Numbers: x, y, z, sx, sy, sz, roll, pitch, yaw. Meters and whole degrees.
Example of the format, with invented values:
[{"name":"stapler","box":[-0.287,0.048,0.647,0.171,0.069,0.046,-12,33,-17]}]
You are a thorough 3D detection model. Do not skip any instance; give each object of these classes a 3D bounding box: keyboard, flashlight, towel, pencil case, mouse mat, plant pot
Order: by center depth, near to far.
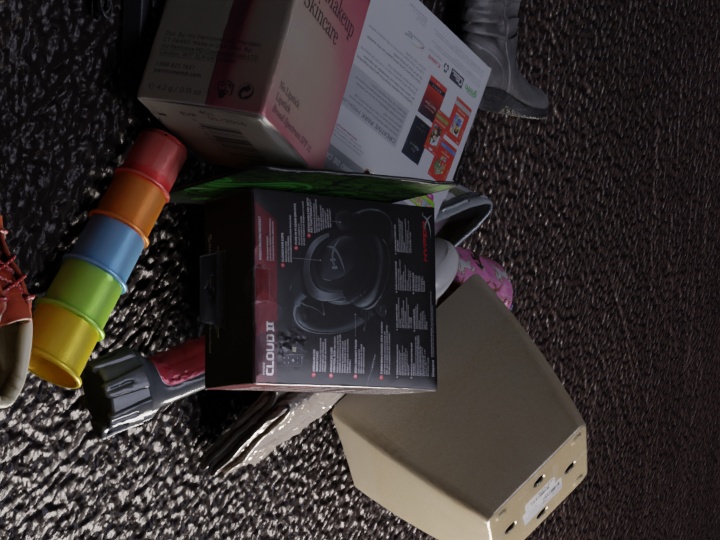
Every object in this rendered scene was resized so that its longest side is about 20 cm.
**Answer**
[{"name":"keyboard","box":[-0.155,-0.231,1.307,0.127,0.020,0.202,-24,124,-55]},{"name":"mouse mat","box":[-0.044,-0.061,1.402,0.199,0.160,0.008,4,81,-37]},{"name":"flashlight","box":[-0.128,0.062,1.425,0.199,0.068,0.068,-20,160,-35]},{"name":"towel","box":[-0.050,0.114,1.596,0.133,0.035,0.200,-45,171,38]},{"name":"plant pot","box":[0.113,0.164,1.752,0.200,0.177,0.200,-42,154,-15]},{"name":"pencil case","box":[0.082,0.021,1.810,0.083,0.087,0.200,-42,158,18]}]

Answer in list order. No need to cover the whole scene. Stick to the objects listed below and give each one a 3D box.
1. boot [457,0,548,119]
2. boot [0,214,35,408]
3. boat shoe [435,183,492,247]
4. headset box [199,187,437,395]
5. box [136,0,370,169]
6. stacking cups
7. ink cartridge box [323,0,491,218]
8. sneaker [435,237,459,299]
[{"name":"boot","box":[0.147,-0.224,1.813,0.200,0.069,0.133,-2,102,-65]},{"name":"boot","box":[-0.249,-0.010,1.168,0.075,0.106,0.202,-12,114,-57]},{"name":"boat shoe","box":[0.051,-0.020,1.671,0.202,0.064,0.075,-45,144,-44]},{"name":"headset box","box":[-0.038,0.020,1.408,0.199,0.077,0.151,4,81,-36]},{"name":"box","box":[-0.071,-0.188,1.354,0.128,0.108,0.202,45,58,-63]},{"name":"stacking cups","box":[-0.192,-0.015,1.331,0.201,0.060,0.061,-67,152,-22]},{"name":"ink cartridge box","box":[0.006,-0.142,1.534,0.200,0.083,0.177,35,70,-49]},{"name":"sneaker","box":[0.000,0.000,1.549,0.199,0.070,0.081,-17,120,-26]}]
